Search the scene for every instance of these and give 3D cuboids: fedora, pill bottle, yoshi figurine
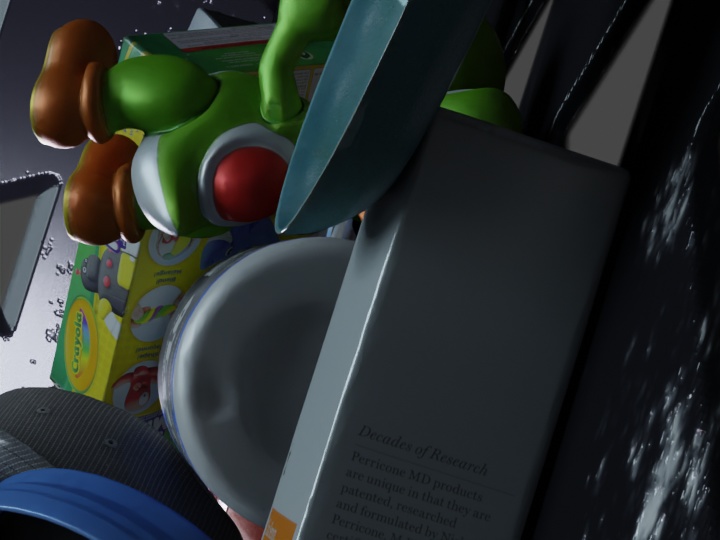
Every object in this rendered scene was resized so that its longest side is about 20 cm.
[{"bbox_3d":[-0.119,0.119,1.135,0.090,0.199,0.178,-43,-38,-40],"label":"fedora"},{"bbox_3d":[-0.025,0.044,1.085,0.200,0.113,0.115,173,114,-83],"label":"pill bottle"},{"bbox_3d":[-0.023,-0.065,1.081,0.112,0.199,0.113,15,-104,-71],"label":"yoshi figurine"}]

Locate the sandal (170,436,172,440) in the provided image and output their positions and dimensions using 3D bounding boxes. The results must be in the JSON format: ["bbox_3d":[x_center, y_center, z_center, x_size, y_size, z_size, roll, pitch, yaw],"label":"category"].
[{"bbox_3d":[-0.084,0.083,1.346,0.076,0.043,0.200,-36,13,20],"label":"sandal"}]

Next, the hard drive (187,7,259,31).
[{"bbox_3d":[-0.071,-0.051,1.676,0.042,0.134,0.201,-136,62,-69],"label":"hard drive"}]

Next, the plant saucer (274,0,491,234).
[{"bbox_3d":[0.024,-0.100,0.870,0.200,0.027,0.201,-157,90,-83],"label":"plant saucer"}]

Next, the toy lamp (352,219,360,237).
[{"bbox_3d":[0.042,-0.100,1.179,0.058,0.058,0.201,120,164,-62],"label":"toy lamp"}]

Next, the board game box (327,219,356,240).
[{"bbox_3d":[0.000,0.000,1.309,0.200,0.043,0.200,-153,80,-84],"label":"board game box"}]

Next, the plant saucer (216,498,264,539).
[{"bbox_3d":[-0.057,0.099,1.568,0.200,0.036,0.201,124,163,-69],"label":"plant saucer"}]

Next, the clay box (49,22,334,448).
[{"bbox_3d":[-0.071,-0.011,1.211,0.048,0.114,0.201,38,124,37],"label":"clay box"}]

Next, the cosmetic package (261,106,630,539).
[{"bbox_3d":[0.018,0.055,0.876,0.101,0.071,0.201,164,124,-82],"label":"cosmetic package"}]

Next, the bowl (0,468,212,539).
[{"bbox_3d":[-0.094,0.166,1.047,0.039,0.200,0.201,-40,-18,-42],"label":"bowl"}]
